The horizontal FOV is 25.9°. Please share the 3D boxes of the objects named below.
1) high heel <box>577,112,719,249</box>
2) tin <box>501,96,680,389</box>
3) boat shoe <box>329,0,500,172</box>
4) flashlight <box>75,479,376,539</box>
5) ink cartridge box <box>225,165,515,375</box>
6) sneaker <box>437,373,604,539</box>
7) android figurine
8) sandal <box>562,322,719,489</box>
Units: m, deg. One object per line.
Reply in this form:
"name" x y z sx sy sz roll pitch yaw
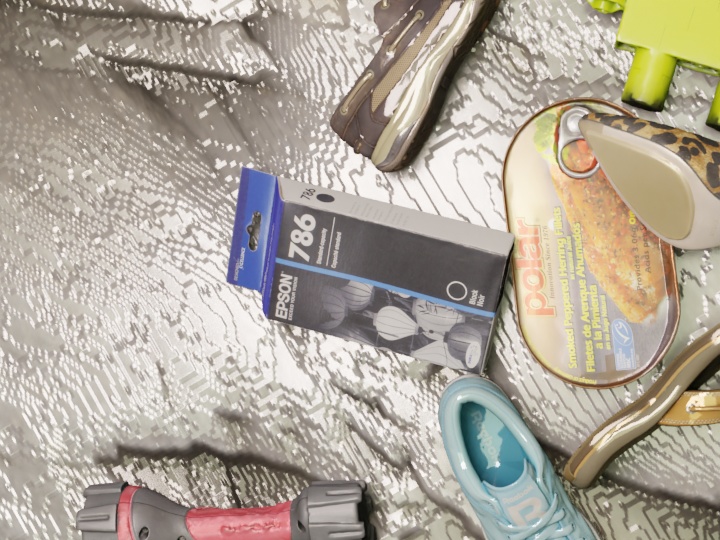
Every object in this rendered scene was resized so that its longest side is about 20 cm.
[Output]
"high heel" 0.255 -0.072 1.051 0.200 0.071 0.143 35 52 15
"tin" 0.157 -0.018 1.082 0.112 0.042 0.200 -5 86 4
"boat shoe" 0.041 -0.168 1.087 0.073 0.074 0.200 28 90 8
"flashlight" -0.094 0.175 1.094 0.200 0.068 0.068 -6 92 9
"ink cartridge box" 0.000 0.000 1.083 0.200 0.039 0.099 14 119 10
"sneaker" 0.108 0.163 1.058 0.074 0.082 0.200 -35 83 6
"android figurine" 0.251 -0.199 1.076 0.182 0.041 0.200 19 92 9
"sandal" 0.223 0.088 1.046 0.200 0.080 0.054 -42 72 10
